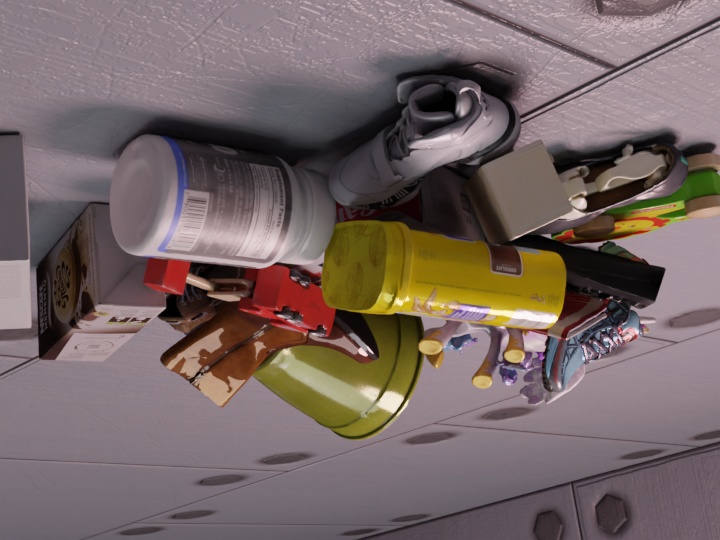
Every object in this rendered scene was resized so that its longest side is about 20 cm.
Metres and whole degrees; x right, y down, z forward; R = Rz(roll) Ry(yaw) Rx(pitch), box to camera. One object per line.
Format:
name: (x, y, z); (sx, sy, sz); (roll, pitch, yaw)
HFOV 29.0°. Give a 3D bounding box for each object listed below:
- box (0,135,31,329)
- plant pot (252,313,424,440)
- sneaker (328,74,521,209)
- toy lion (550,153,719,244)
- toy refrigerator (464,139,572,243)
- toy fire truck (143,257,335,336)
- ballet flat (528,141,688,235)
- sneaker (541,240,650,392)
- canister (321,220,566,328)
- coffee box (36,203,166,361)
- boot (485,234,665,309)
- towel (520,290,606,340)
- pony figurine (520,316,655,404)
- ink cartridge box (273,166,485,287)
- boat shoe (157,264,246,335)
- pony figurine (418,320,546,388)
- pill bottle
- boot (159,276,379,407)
box: (-0.363, -0.030, 1.315); (0.097, 0.125, 0.200); (-3, 161, -14)
plant pot: (-0.056, 0.092, 1.744); (0.192, 0.202, 0.200); (23, 146, -38)
sneaker: (0.042, -0.123, 1.294); (0.199, 0.076, 0.115); (-21, 158, 20)
toy lion: (0.316, -0.068, 1.601); (0.198, 0.069, 0.192); (-10, 169, 10)
toy refrigerator: (0.156, -0.074, 1.381); (0.070, 0.076, 0.200); (-24, 178, -1)
toy fire truck: (-0.122, 0.021, 1.454); (0.140, 0.049, 0.200); (8, 169, 23)
ballet flat: (0.251, -0.092, 1.480); (0.199, 0.074, 0.073); (-16, 161, 6)
sneaker: (0.283, 0.062, 1.630); (0.095, 0.201, 0.079); (26, 165, 20)
canister: (0.081, 0.007, 1.352); (0.199, 0.087, 0.148); (8, 177, -25)
coffee box: (-0.286, 0.018, 1.511); (0.079, 0.114, 0.200); (3, 158, -29)
boot: (0.232, -0.010, 1.571); (0.198, 0.066, 0.165); (10, -170, 1)
towel: (0.162, 0.032, 1.551); (0.199, 0.023, 0.144); (15, -163, 25)
pony figurine: (0.271, 0.065, 1.849); (0.192, 0.168, 0.200); (-25, 140, 28)
ink cartridge box: (0.004, -0.048, 1.482); (0.199, 0.084, 0.175); (-19, 157, 30)
boat shoe: (-0.186, 0.030, 1.657); (0.072, 0.073, 0.200); (14, 148, -26)
pony figurine: (0.162, 0.055, 1.686); (0.191, 0.200, 0.168); (5, 124, 5)
pill bottle: (-0.129, -0.062, 1.336); (0.199, 0.115, 0.114); (7, 157, -37)
boot: (-0.101, 0.098, 1.607); (0.188, 0.069, 0.200); (35, 113, -28)
